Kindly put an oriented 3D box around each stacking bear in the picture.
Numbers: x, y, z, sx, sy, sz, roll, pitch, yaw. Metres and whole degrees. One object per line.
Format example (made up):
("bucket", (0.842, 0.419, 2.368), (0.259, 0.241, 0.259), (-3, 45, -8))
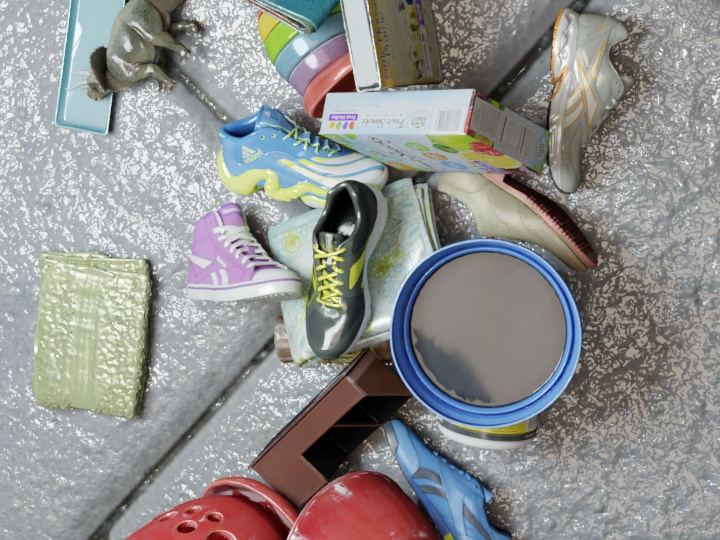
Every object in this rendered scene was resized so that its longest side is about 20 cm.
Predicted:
("stacking bear", (-0.064, -0.280, 1.481), (0.114, 0.121, 0.200), (-36, 80, 19))

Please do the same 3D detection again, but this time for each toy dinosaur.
("toy dinosaur", (-0.247, -0.263, 1.529), (0.102, 0.077, 0.200), (29, 103, -19))

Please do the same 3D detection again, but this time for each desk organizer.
("desk organizer", (-0.034, 0.182, 1.526), (0.077, 0.072, 0.200), (44, 124, 0))

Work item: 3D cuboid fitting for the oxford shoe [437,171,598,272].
("oxford shoe", (0.174, -0.056, 1.481), (0.200, 0.070, 0.075), (42, 108, 15))

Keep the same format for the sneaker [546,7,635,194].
("sneaker", (0.248, -0.180, 1.443), (0.092, 0.076, 0.200), (4, 100, 7))

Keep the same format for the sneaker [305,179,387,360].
("sneaker", (-0.029, -0.006, 1.433), (0.074, 0.085, 0.200), (6, 81, 23))

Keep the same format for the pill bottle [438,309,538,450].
("pill bottle", (0.151, 0.089, 1.480), (0.112, 0.112, 0.200), (8, 99, 11))

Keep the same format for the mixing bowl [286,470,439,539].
("mixing bowl", (0.020, 0.335, 1.488), (0.108, 0.200, 0.200), (17, 104, 46))

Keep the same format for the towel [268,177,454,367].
("towel", (0.000, 0.000, 1.497), (0.200, 0.048, 0.171), (-19, 62, 15))

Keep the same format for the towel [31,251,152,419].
("towel", (-0.325, 0.077, 1.624), (0.148, 0.036, 0.200), (7, 99, 11))

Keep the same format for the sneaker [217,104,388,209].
("sneaker", (-0.072, -0.129, 1.498), (0.200, 0.076, 0.105), (1, 137, 13))

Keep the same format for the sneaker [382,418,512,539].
("sneaker", (0.100, 0.246, 1.544), (0.078, 0.066, 0.200), (-33, 90, 3))

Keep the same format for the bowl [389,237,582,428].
("bowl", (0.131, 0.064, 1.403), (0.201, 0.039, 0.201), (1, 97, 11))

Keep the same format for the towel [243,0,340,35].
("towel", (-0.066, -0.349, 1.449), (0.147, 0.022, 0.200), (28, 59, 7))

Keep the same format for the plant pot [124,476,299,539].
("plant pot", (-0.163, 0.349, 1.532), (0.200, 0.182, 0.200), (20, 127, 29))

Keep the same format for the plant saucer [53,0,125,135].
("plant saucer", (-0.316, -0.264, 1.582), (0.070, 0.019, 0.200), (12, 101, 11))

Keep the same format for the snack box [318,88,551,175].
("snack box", (0.077, -0.144, 1.405), (0.200, 0.142, 0.053), (6, 80, 42))

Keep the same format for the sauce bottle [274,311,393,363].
("sauce bottle", (0.002, 0.075, 1.536), (0.200, 0.065, 0.065), (-2, 98, 14))

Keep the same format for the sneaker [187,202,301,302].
("sneaker", (-0.137, -0.020, 1.509), (0.200, 0.073, 0.114), (3, 90, 51))

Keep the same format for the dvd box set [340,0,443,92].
("dvd box set", (0.032, -0.264, 1.410), (0.029, 0.200, 0.146), (-8, 97, 23))
